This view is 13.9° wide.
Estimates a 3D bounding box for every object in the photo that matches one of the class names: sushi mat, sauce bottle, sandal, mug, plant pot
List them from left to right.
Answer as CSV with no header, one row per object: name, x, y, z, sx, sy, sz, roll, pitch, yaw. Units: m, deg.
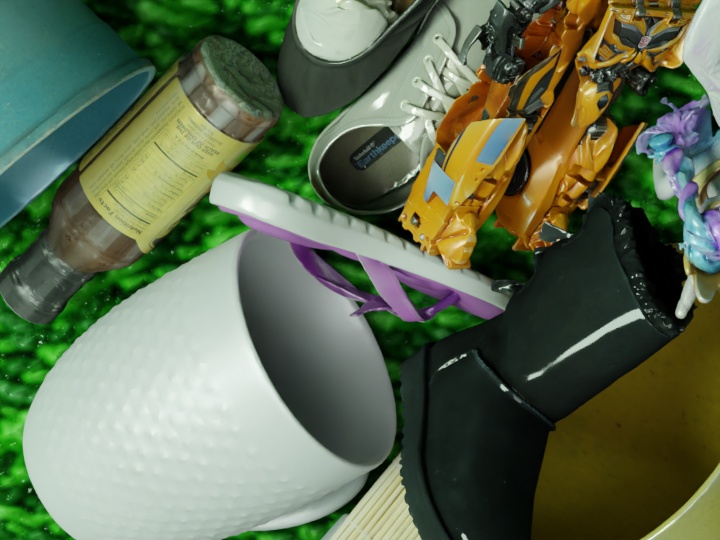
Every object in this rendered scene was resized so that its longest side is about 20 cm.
plant pot,-0.244,-0.110,1.554,0.200,0.200,0.188,-42,89,20
sauce bottle,-0.125,-0.046,1.629,0.065,0.065,0.200,41,120,-12
mug,-0.078,0.090,1.653,0.175,0.148,0.200,-28,138,24
sandal,-0.004,-0.001,1.605,0.202,0.082,0.050,23,89,-32
sushi mat,0.079,0.105,1.651,0.096,0.012,0.200,40,83,-5
plant pot,0.177,0.106,1.582,0.200,0.200,0.142,-39,125,19

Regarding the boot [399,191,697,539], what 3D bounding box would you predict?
boot,0.100,0.061,1.524,0.162,0.198,0.073,-37,121,21

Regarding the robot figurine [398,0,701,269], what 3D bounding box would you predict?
robot figurine,0.108,-0.091,1.562,0.145,0.058,0.200,-2,133,-43

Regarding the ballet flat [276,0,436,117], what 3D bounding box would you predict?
ballet flat,0.014,-0.163,1.562,0.200,0.068,0.068,-45,63,17

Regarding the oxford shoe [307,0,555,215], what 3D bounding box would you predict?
oxford shoe,0.047,-0.098,1.596,0.075,0.058,0.200,43,109,-11

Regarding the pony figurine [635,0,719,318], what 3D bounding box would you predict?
pony figurine,0.218,-0.080,1.509,0.166,0.200,0.193,34,112,-9

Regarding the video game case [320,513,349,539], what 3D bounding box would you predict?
video game case,0.014,0.251,1.741,0.182,0.022,0.200,33,127,-9

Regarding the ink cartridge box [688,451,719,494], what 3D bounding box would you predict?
ink cartridge box,0.287,0.151,1.691,0.200,0.039,0.099,41,111,-11
